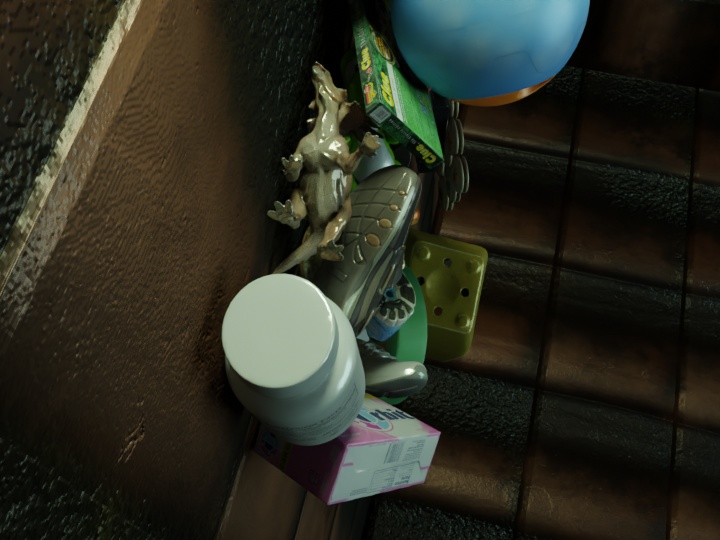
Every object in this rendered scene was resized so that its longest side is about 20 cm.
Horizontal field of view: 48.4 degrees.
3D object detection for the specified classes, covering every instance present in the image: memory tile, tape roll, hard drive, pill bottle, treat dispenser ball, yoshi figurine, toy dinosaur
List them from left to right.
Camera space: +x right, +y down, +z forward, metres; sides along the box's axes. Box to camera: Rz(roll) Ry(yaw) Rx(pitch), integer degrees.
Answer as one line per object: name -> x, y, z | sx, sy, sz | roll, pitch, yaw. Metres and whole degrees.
pill bottle -> -0.056, 0.080, 0.691 | 0.201, 0.112, 0.117 | 80, 23, -69
toy dinosaur -> -0.031, -0.087, 0.772 | 0.136, 0.084, 0.204 | -76, -179, -73
yoshi figurine -> 0.014, -0.145, 0.898 | 0.112, 0.110, 0.204 | -27, 113, -52
tape roll -> 0.024, 0.086, 1.131 | 0.199, 0.047, 0.205 | -10, -102, 63
hard drive -> 0.084, -0.263, 1.139 | 0.140, 0.032, 0.203 | 94, -12, -60
memory tile -> 0.118, -0.194, 1.122 | 0.153, 0.016, 0.205 | 124, -41, -81
treat dispenser ball -> 0.127, -0.268, 0.798 | 0.201, 0.197, 0.205 | 12, 90, -82

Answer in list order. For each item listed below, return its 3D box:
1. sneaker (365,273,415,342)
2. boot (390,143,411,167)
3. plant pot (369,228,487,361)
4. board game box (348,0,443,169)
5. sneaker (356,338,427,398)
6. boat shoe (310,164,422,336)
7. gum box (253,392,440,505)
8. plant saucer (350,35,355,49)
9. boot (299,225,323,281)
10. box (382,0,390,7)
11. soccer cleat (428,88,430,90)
sneaker -> 0.000, 0.000, 0.989 | 0.091, 0.077, 0.203 | 114, -33, -47
boot -> 0.017, -0.113, 1.119 | 0.202, 0.070, 0.146 | -57, -167, 9
plant pot -> 0.101, 0.032, 1.256 | 0.200, 0.192, 0.198 | 164, -61, -77
board game box -> 0.034, -0.206, 0.822 | 0.104, 0.023, 0.203 | 36, 35, -41
sneaker -> 0.006, 0.123, 1.032 | 0.070, 0.198, 0.082 | 23, 66, -38
boat shoe -> 0.006, -0.015, 0.829 | 0.073, 0.074, 0.202 | 14, 111, -53
gum box -> -0.007, 0.190, 0.888 | 0.198, 0.112, 0.067 | 10, 101, -54
plant saucer -> 0.027, -0.280, 1.065 | 0.201, 0.036, 0.203 | 91, 14, -53
boot -> -0.049, 0.069, 0.930 | 0.202, 0.065, 0.178 | 92, 1, -54
box -> 0.049, -0.353, 0.940 | 0.200, 0.047, 0.120 | 25, 69, -73
soccer cleat -> 0.083, -0.244, 0.946 | 0.200, 0.073, 0.068 | -46, -165, 18
